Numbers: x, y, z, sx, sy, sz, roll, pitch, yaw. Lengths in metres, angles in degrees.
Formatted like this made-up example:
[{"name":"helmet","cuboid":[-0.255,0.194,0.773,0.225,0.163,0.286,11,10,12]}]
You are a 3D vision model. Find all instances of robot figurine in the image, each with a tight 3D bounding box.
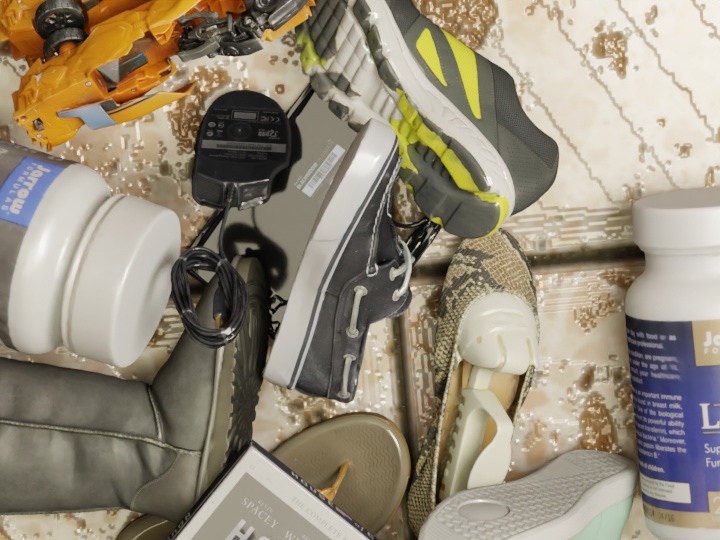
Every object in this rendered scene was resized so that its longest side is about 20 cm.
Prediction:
[{"name":"robot figurine","cuboid":[-0.113,-0.154,1.598,0.199,0.145,0.058,-24,141,8]}]

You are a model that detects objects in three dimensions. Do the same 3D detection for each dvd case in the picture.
[{"name":"dvd case","cuboid":[-0.070,0.221,1.608,0.150,0.025,0.200,39,95,-9]}]

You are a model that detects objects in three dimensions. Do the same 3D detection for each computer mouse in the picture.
[{"name":"computer mouse","cuboid":[-0.075,-0.028,1.595,0.058,0.201,0.034,6,137,4]}]

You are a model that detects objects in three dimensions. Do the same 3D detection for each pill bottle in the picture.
[{"name":"pill bottle","cuboid":[-0.212,-0.018,1.590,0.199,0.114,0.114,17,98,13]},{"name":"pill bottle","cuboid":[0.216,0.055,1.631,0.115,0.116,0.201,-7,98,0]}]

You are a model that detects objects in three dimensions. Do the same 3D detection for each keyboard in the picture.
[{"name":"keyboard","cuboid":[-0.002,-0.045,1.662,0.127,0.021,0.200,38,97,0]}]

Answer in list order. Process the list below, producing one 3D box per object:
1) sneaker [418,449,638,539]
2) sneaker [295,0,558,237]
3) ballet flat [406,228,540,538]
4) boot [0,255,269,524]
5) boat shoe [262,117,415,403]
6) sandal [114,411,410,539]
[{"name":"sneaker","cuboid":[0.100,0.184,1.619,0.073,0.200,0.119,15,107,33]},{"name":"sneaker","cuboid":[0.037,-0.106,1.608,0.200,0.084,0.075,56,135,15]},{"name":"ballet flat","cuboid":[0.075,0.077,1.652,0.067,0.075,0.201,9,98,-19]},{"name":"boot","cuboid":[-0.162,0.068,1.648,0.199,0.073,0.183,9,84,16]},{"name":"boat shoe","cuboid":[0.000,0.000,1.588,0.067,0.072,0.201,21,128,1]},{"name":"sandal","cuboid":[-0.059,0.154,1.672,0.199,0.054,0.081,-24,98,3]}]
